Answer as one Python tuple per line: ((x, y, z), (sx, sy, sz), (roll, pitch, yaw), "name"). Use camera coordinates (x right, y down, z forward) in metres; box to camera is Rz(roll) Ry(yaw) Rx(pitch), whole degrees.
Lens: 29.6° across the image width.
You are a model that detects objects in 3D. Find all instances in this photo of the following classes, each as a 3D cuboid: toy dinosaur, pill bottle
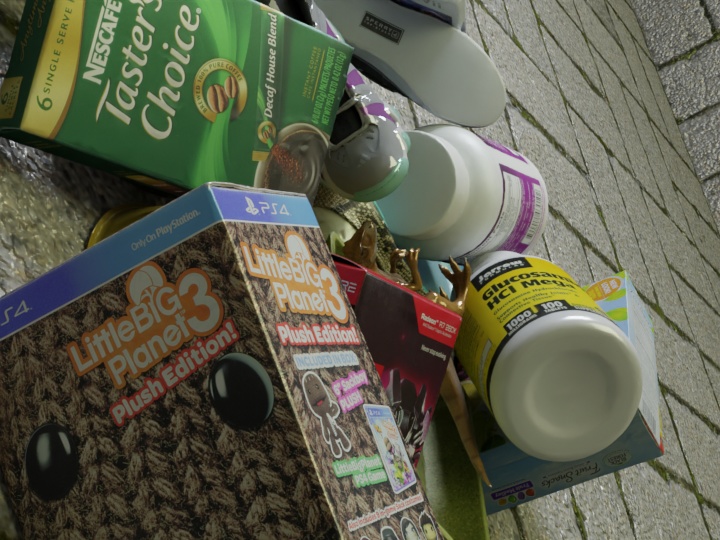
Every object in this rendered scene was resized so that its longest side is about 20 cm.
((0.047, 0.050, 0.987), (0.201, 0.060, 0.106), (57, 45, -11), "toy dinosaur")
((0.078, -0.062, 1.140), (0.200, 0.112, 0.113), (9, 58, -64), "pill bottle")
((0.131, 0.055, 1.045), (0.113, 0.112, 0.200), (55, 2, -21), "pill bottle")

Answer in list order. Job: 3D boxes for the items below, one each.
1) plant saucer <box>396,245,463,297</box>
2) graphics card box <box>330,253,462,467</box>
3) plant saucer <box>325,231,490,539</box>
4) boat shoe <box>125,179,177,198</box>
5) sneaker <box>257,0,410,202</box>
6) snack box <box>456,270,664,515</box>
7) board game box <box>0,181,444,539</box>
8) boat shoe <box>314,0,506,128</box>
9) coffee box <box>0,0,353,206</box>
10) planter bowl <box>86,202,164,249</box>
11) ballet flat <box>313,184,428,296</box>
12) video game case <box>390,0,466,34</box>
((0.045, -0.018, 1.203), (0.200, 0.027, 0.201), (48, 27, -34), "plant saucer")
((-0.015, 0.101, 0.762), (0.125, 0.051, 0.201), (27, 81, -58), "graphics card box")
((0.017, 0.105, 0.964), (0.200, 0.048, 0.200), (50, 22, -31), "plant saucer")
((-0.110, -0.090, 0.886), (0.074, 0.076, 0.199), (39, 15, 36), "boat shoe")
((-0.045, -0.144, 0.962), (0.200, 0.078, 0.140), (57, 7, 35), "sneaker")
((0.163, 0.101, 1.149), (0.068, 0.168, 0.200), (58, 23, -23), "snack box")
((-0.074, 0.084, 0.640), (0.097, 0.159, 0.201), (2, 64, -66), "board game box")
((0.030, -0.182, 1.114), (0.199, 0.069, 0.057), (32, -7, -8), "boat shoe")
((-0.103, -0.107, 0.789), (0.199, 0.044, 0.124), (20, 82, -37), "coffee box")
((-0.068, 0.034, 0.812), (0.201, 0.083, 0.201), (49, 25, -33), "planter bowl")
((0.000, 0.000, 1.043), (0.201, 0.068, 0.075), (56, 46, -24), "ballet flat")
((0.023, -0.219, 1.166), (0.200, 0.142, 0.018), (67, 46, -77), "video game case")
